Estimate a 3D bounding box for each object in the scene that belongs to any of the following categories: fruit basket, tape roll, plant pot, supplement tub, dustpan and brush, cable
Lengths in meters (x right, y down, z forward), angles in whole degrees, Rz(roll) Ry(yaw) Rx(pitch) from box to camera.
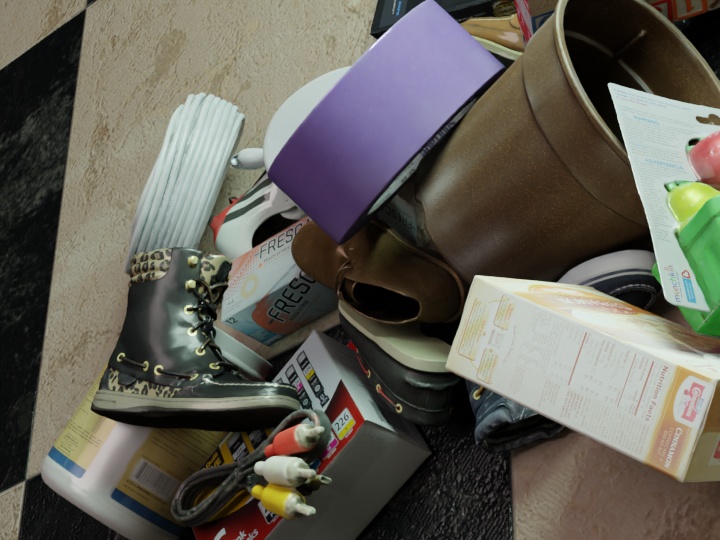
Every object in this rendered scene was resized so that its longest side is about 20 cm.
[{"bbox_3d":[0.265,-0.037,1.253,0.200,0.185,0.094,-103,32,-44],"label":"fruit basket"},{"bbox_3d":[0.021,-0.121,1.483,0.200,0.085,0.200,-47,-2,-2],"label":"tape roll"},{"bbox_3d":[0.160,-0.084,1.402,0.198,0.200,0.201,-40,40,38],"label":"plant pot"},{"bbox_3d":[-0.184,0.141,1.664,0.145,0.145,0.200,23,79,53],"label":"supplement tub"},{"bbox_3d":[-0.062,-0.113,1.685,0.200,0.057,0.140,-1,75,39],"label":"dustpan and brush"},{"bbox_3d":[-0.176,-0.079,1.805,0.200,0.069,0.200,140,150,-80],"label":"cable"},{"bbox_3d":[-0.093,0.161,1.488,0.200,0.050,0.097,-10,63,43],"label":"cable"}]

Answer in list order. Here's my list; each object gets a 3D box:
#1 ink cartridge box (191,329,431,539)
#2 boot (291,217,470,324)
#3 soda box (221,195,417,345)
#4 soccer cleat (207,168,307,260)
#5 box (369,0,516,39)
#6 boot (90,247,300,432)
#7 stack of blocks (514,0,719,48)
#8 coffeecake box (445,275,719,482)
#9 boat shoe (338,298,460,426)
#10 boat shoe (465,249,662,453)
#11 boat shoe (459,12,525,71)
[{"bbox_3d":[-0.059,0.162,1.563,0.200,0.084,0.176,-50,37,13],"label":"ink cartridge box"},{"bbox_3d":[0.000,0.000,1.540,0.200,0.075,0.074,19,115,43],"label":"boot"},{"bbox_3d":[-0.040,-0.005,1.671,0.200,0.064,0.069,-30,46,35],"label":"soda box"},{"bbox_3d":[-0.066,-0.085,1.760,0.085,0.069,0.200,39,92,34],"label":"soccer cleat"},{"bbox_3d":[0.111,-0.318,1.722,0.198,0.050,0.200,-8,61,48],"label":"box"},{"bbox_3d":[-0.134,0.059,1.550,0.200,0.073,0.151,-3,70,33],"label":"boot"},{"bbox_3d":[0.224,-0.231,1.439,0.200,0.115,0.059,-19,51,1],"label":"stack of blocks"},{"bbox_3d":[0.186,0.072,1.235,0.200,0.153,0.073,24,101,38],"label":"coffeecake box"},{"bbox_3d":[0.026,0.070,1.533,0.201,0.074,0.063,-136,51,-63],"label":"boat shoe"},{"bbox_3d":[0.161,0.067,1.391,0.200,0.071,0.091,-36,45,36],"label":"boat shoe"},{"bbox_3d":[0.162,-0.194,1.567,0.200,0.072,0.068,22,79,43],"label":"boat shoe"}]
